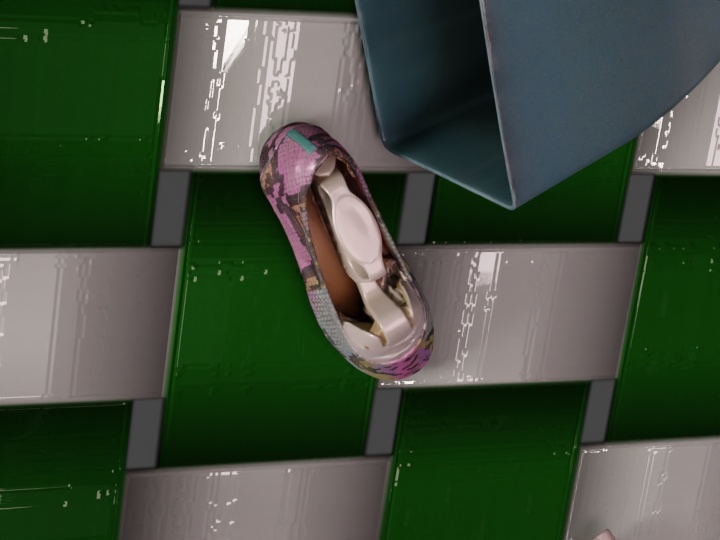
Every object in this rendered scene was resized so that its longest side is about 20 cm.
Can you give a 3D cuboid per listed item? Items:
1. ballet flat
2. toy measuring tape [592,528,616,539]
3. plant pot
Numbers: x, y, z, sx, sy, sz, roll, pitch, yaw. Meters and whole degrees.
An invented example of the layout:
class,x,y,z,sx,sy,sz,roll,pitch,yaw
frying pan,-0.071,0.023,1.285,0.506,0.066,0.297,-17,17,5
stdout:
class,x,y,z,sx,sy,sz,roll,pitch,yaw
ballet flat,0.000,0.000,1.314,0.069,0.071,0.201,-33,121,-12
toy measuring tape,0.098,0.242,1.458,0.199,0.074,0.074,-37,122,-6
plant pot,0.119,-0.154,1.274,0.199,0.141,0.142,-25,120,-24
